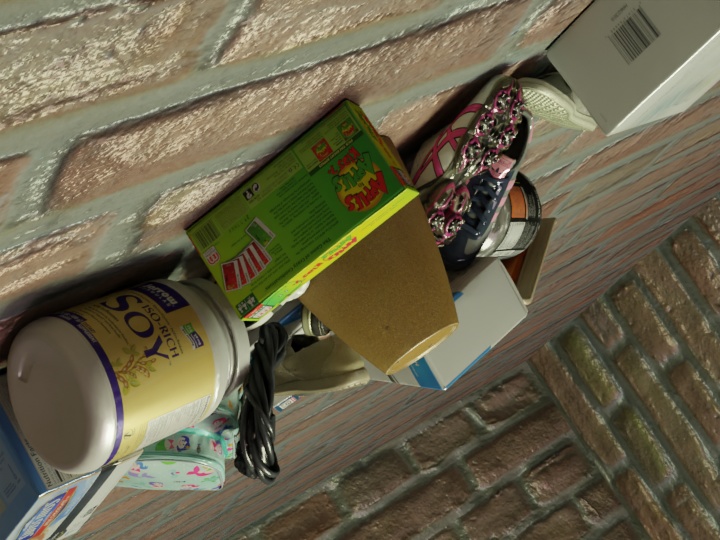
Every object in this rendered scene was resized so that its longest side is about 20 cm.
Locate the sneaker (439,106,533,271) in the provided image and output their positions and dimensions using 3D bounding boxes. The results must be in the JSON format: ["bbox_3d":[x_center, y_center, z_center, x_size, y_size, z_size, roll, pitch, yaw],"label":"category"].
[{"bbox_3d":[0.136,-0.097,1.472,0.082,0.069,0.203,148,-36,-75],"label":"sneaker"}]

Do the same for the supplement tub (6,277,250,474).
[{"bbox_3d":[-0.216,0.092,1.250,0.199,0.146,0.145,-22,163,-46],"label":"supplement tub"}]

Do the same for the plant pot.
[{"bbox_3d":[0.010,0.000,1.372,0.185,0.201,0.187,-32,168,-7],"label":"plant pot"}]

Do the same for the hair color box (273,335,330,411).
[{"bbox_3d":[-0.056,0.089,1.757,0.199,0.101,0.061,-35,169,-2],"label":"hair color box"}]

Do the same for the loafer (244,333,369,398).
[{"bbox_3d":[-0.073,0.108,1.523,0.198,0.070,0.075,-9,175,37],"label":"loafer"}]

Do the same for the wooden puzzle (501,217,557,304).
[{"bbox_3d":[0.154,-0.014,1.750,0.182,0.038,0.201,-5,-148,26],"label":"wooden puzzle"}]

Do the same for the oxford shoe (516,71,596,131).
[{"bbox_3d":[0.226,-0.204,1.522,0.199,0.074,0.059,8,96,-61],"label":"oxford shoe"}]

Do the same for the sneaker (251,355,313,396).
[{"bbox_3d":[-0.144,0.127,1.670,0.198,0.074,0.082,-12,160,31],"label":"sneaker"}]

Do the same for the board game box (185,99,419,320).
[{"bbox_3d":[-0.055,-0.053,1.230,0.199,0.102,0.048,-38,168,13],"label":"board game box"}]

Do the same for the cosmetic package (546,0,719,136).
[{"bbox_3d":[0.347,-0.266,1.445,0.199,0.124,0.199,-22,163,-49],"label":"cosmetic package"}]

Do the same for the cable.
[{"bbox_3d":[-0.097,0.135,1.368,0.050,0.166,0.200,10,173,-3],"label":"cable"}]

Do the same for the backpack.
[{"bbox_3d":[-0.214,0.158,1.456,0.174,0.153,0.201,4,151,-7],"label":"backpack"}]

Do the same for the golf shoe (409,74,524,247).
[{"bbox_3d":[0.099,-0.131,1.433,0.072,0.092,0.201,19,108,-49],"label":"golf shoe"}]

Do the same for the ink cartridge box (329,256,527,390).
[{"bbox_3d":[0.073,0.058,1.536,0.146,0.087,0.199,-39,-160,-25],"label":"ink cartridge box"}]

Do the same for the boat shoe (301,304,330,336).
[{"bbox_3d":[0.000,0.000,1.502,0.202,0.065,0.072,-55,151,-39],"label":"boat shoe"}]

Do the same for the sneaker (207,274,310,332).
[{"bbox_3d":[-0.134,0.035,1.356,0.080,0.074,0.200,-40,-177,-39],"label":"sneaker"}]

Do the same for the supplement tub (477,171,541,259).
[{"bbox_3d":[0.142,-0.072,1.624,0.122,0.123,0.199,-39,166,20],"label":"supplement tub"}]

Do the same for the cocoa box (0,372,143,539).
[{"bbox_3d":[-0.336,0.194,1.339,0.130,0.134,0.200,-20,161,-45],"label":"cocoa box"}]

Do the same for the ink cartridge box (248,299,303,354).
[{"bbox_3d":[-0.078,0.038,1.585,0.116,0.068,0.199,-38,167,19],"label":"ink cartridge box"}]
